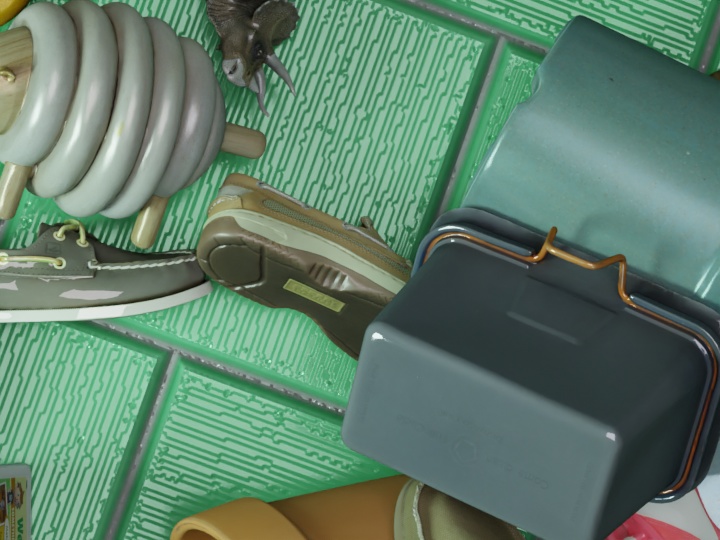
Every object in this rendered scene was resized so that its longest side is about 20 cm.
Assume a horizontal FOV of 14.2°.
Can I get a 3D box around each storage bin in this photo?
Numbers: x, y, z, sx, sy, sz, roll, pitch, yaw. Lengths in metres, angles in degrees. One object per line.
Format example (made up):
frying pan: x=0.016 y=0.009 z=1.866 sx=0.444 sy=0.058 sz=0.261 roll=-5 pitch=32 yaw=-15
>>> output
storage bin: x=0.093 y=0.061 z=1.598 sx=0.199 sy=0.134 sz=0.146 roll=24 pitch=119 yaw=17

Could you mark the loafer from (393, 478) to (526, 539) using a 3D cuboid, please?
loafer: x=0.081 y=0.183 z=1.571 sx=0.076 sy=0.068 sz=0.201 roll=-4 pitch=52 yaw=-33

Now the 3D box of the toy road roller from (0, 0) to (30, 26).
toy road roller: x=-0.192 y=-0.211 z=1.701 sx=0.198 sy=0.123 sz=0.147 roll=2 pitch=101 yaw=-3

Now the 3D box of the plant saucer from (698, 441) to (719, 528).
plant saucer: x=0.223 y=0.187 z=1.763 sx=0.199 sy=0.039 sz=0.203 roll=0 pitch=88 yaw=-6

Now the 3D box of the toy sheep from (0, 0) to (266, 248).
toy sheep: x=-0.148 y=-0.090 z=1.678 sx=0.199 sy=0.138 sz=0.139 roll=10 pitch=87 yaw=-30

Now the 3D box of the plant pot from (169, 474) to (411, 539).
plant pot: x=-0.004 y=0.207 z=1.673 sx=0.139 sy=0.200 sz=0.201 roll=-25 pitch=90 yaw=-22

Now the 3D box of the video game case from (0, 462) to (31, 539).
video game case: x=-0.236 y=0.213 z=1.651 sx=0.022 sy=0.182 sz=0.202 roll=-1 pitch=88 yaw=20

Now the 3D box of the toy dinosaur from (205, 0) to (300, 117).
toy dinosaur: x=-0.056 y=-0.203 z=1.742 sx=0.102 sy=0.077 sz=0.201 roll=32 pitch=76 yaw=-23

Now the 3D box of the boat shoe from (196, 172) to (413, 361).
boat shoe: x=0.000 y=0.000 z=1.735 sx=0.199 sy=0.072 sz=0.076 roll=31 pitch=46 yaw=-18

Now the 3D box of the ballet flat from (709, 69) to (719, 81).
ballet flat: x=0.301 y=-0.099 z=1.763 sx=0.198 sy=0.072 sz=0.068 roll=5 pitch=87 yaw=-5

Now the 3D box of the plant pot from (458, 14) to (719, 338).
plant pot: x=0.172 y=-0.038 z=1.698 sx=0.195 sy=0.200 sz=0.201 roll=31 pitch=85 yaw=4

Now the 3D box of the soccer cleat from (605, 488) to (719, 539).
soccer cleat: x=0.149 y=0.107 z=1.717 sx=0.076 sy=0.067 sz=0.201 roll=-27 pitch=78 yaw=-36

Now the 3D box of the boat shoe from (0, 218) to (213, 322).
boat shoe: x=-0.188 y=0.001 z=1.713 sx=0.200 sy=0.072 sz=0.061 roll=-5 pitch=93 yaw=-2
